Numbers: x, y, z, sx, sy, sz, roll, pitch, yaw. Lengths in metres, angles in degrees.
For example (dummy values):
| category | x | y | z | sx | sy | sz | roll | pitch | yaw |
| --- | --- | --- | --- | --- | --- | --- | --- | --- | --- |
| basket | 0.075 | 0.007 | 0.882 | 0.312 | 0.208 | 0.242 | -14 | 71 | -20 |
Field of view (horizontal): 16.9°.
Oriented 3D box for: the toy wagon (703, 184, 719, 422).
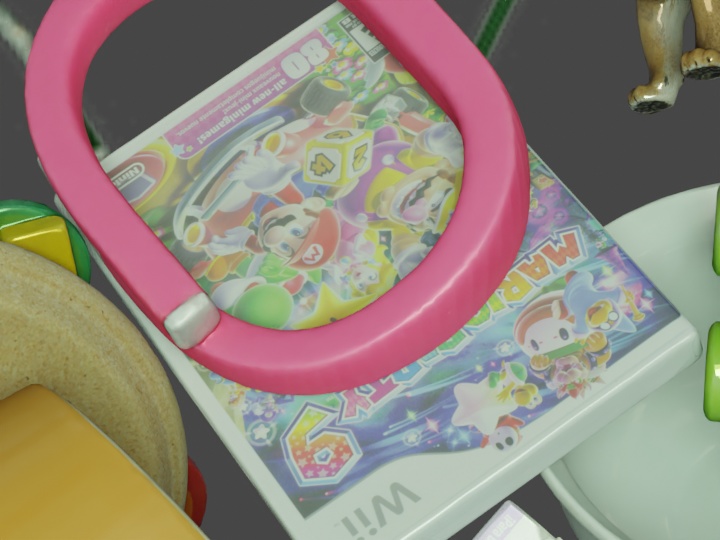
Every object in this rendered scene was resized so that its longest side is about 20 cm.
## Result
| category | x | y | z | sx | sy | sz | roll | pitch | yaw |
| --- | --- | --- | --- | --- | --- | --- | --- | --- | --- |
| toy wagon | 0.187 | 0.031 | 0.767 | 0.155 | 0.040 | 0.200 | 3 | 44 | 9 |

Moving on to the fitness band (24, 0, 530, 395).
| category | x | y | z | sx | sy | sz | roll | pitch | yaw |
| --- | --- | --- | --- | --- | --- | --- | --- | --- | --- |
| fitness band | -0.031 | -0.048 | 0.825 | 0.144 | 0.037 | 0.200 | -37 | 58 | -6 |

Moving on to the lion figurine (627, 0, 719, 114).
| category | x | y | z | sx | sy | sz | roll | pitch | yaw |
| --- | --- | --- | --- | --- | --- | --- | --- | --- | --- |
| lion figurine | 0.155 | -0.120 | 0.880 | 0.200 | 0.072 | 0.123 | 6 | 72 | -18 |

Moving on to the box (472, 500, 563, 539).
| category | x | y | z | sx | sy | sz | roll | pitch | yaw |
| --- | --- | --- | --- | --- | --- | --- | --- | --- | --- |
| box | -0.002 | 0.162 | 0.776 | 0.039 | 0.041 | 0.200 | 40 | 84 | 9 |

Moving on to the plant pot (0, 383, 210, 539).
| category | x | y | z | sx | sy | sz | roll | pitch | yaw |
| --- | --- | --- | --- | --- | --- | --- | --- | --- | --- |
| plant pot | -0.123 | 0.139 | 0.724 | 0.183 | 0.200 | 0.200 | -44 | 90 | -13 |

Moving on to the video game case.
| category | x | y | z | sx | sy | sz | roll | pitch | yaw |
| --- | --- | --- | --- | --- | --- | --- | --- | --- | --- |
| video game case | 0.000 | 0.000 | 0.822 | 0.143 | 0.018 | 0.200 | -35 | 55 | -6 |

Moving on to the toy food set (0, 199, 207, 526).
| category | x | y | z | sx | sy | sz | roll | pitch | yaw |
| --- | --- | --- | --- | --- | --- | --- | --- | --- | --- |
| toy food set | -0.150 | 0.076 | 0.810 | 0.198 | 0.049 | 0.200 | -14 | 116 | -11 |

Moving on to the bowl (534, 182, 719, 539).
| category | x | y | z | sx | sy | sz | roll | pitch | yaw |
| --- | --- | --- | --- | --- | --- | --- | --- | --- | --- |
| bowl | 0.152 | 0.065 | 0.828 | 0.201 | 0.090 | 0.201 | -3 | 43 | 3 |
